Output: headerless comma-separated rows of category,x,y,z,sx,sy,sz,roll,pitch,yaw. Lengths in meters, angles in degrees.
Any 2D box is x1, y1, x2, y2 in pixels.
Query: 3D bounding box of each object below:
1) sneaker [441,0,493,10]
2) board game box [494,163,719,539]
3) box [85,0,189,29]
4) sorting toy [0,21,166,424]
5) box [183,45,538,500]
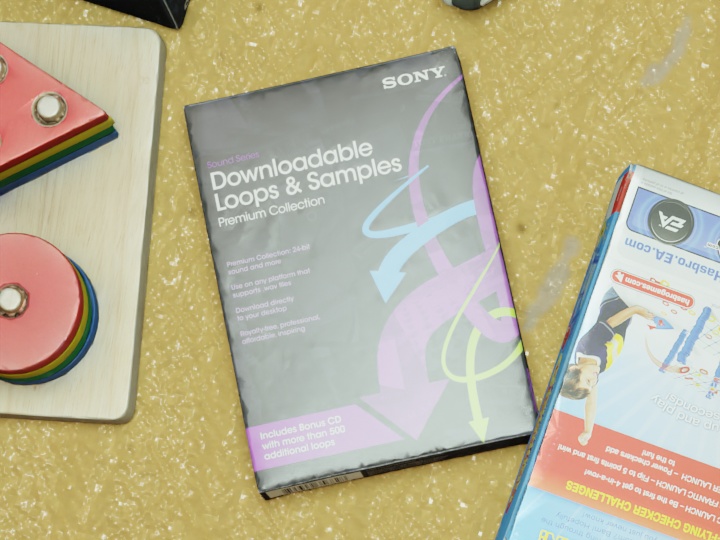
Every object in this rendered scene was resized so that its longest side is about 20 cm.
sneaker,0.127,-0.186,1.392,0.200,0.076,0.088,-40,79,-2
board game box,0.186,0.077,1.332,0.200,0.056,0.196,20,82,-1
box,-0.155,-0.251,1.404,0.200,0.123,0.199,18,83,6
sorting toy,-0.207,-0.033,1.396,0.198,0.070,0.201,3,80,6
box,0.000,0.000,1.389,0.143,0.036,0.201,-13,78,2
